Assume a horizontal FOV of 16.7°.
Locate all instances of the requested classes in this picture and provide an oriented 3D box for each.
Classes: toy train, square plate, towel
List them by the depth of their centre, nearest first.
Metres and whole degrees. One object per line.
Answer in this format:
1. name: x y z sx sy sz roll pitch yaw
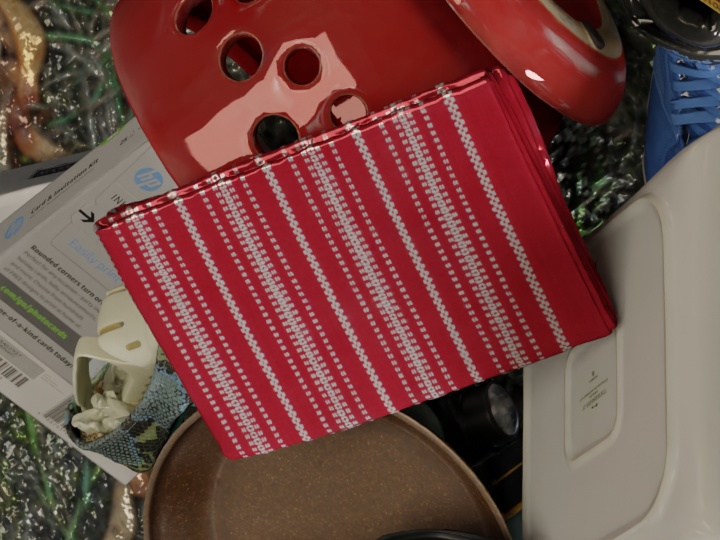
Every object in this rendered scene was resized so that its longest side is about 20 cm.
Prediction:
1. towel: 0.000 0.000 1.088 0.199 0.023 0.145 -20 117 16
2. square plate: 0.116 0.057 1.116 0.200 0.028 0.199 135 140 -60
3. toy train: 0.005 0.127 1.257 0.199 0.085 0.115 -25 89 28

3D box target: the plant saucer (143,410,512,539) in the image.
1. plant saucer: -0.010 0.138 1.204 0.199 0.037 0.202 10 117 20

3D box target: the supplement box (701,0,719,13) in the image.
1. supplement box: 0.192 -0.213 1.044 0.131 0.200 0.103 36 154 19

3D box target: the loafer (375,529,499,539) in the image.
1. loafer: -0.003 0.173 1.150 0.199 0.072 0.073 -16 107 31

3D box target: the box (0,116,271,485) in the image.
1. box: -0.107 0.011 1.272 0.200 0.041 0.156 -35 121 27

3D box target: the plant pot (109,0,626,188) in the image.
1. plant pot: 0.009 -0.105 1.161 0.182 0.200 0.201 -40 79 19

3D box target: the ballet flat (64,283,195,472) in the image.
1. ballet flat: -0.104 0.041 1.200 0.074 0.074 0.200 49 145 13

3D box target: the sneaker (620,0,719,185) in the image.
1. sneaker: 0.157 -0.095 1.132 0.076 0.111 0.201 15 104 24

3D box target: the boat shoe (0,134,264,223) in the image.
1. boat shoe: -0.131 -0.029 1.318 0.199 0.074 0.066 -8 110 30
